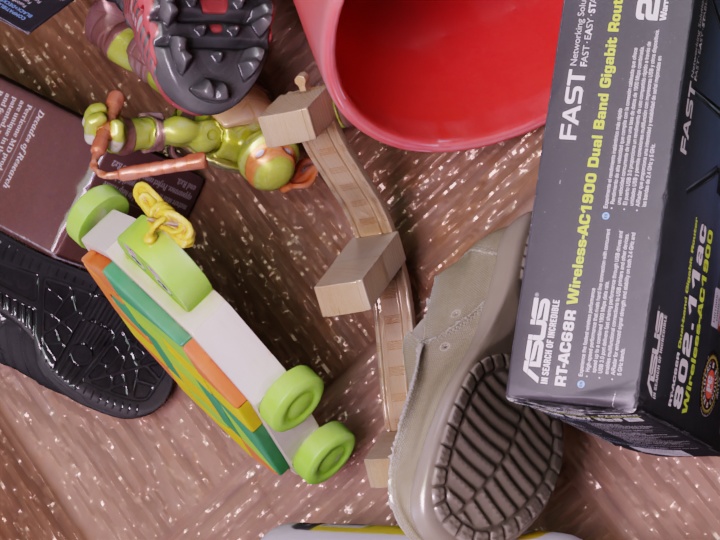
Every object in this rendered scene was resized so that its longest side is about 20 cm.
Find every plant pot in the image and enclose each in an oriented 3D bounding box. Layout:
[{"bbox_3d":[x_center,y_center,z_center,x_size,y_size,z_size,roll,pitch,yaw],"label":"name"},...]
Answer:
[{"bbox_3d":[0.037,-0.187,1.159,0.200,0.200,0.178,-38,54,13],"label":"plant pot"}]

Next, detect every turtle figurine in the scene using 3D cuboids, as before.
[{"bbox_3d":[-0.062,-0.085,1.224,0.161,0.199,0.065,53,146,42],"label":"turtle figurine"}]

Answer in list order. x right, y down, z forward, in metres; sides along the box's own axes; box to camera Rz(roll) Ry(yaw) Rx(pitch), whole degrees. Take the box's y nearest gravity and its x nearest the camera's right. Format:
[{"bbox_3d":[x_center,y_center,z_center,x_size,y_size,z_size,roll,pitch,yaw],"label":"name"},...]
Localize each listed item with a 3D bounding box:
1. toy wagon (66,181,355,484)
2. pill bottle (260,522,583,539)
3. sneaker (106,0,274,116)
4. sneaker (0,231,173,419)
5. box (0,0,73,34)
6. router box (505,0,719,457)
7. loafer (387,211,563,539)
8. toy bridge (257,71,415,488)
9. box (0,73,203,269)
[{"bbox_3d":[-0.079,0.023,1.154,0.040,0.200,0.155,-44,64,-9],"label":"toy wagon"},{"bbox_3d":[0.050,0.173,1.109,0.199,0.114,0.115,-1,79,25],"label":"pill bottle"},{"bbox_3d":[-0.094,-0.149,1.188,0.098,0.071,0.201,-48,47,46],"label":"sneaker"},{"bbox_3d":[-0.193,0.020,1.282,0.199,0.104,0.060,33,67,-6],"label":"sneaker"},{"bbox_3d":[-0.113,-0.215,1.128,0.200,0.060,0.117,-34,55,22],"label":"box"},{"bbox_3d":[0.130,-0.025,1.094,0.062,0.150,0.201,5,81,25],"label":"router box"},{"bbox_3d":[0.053,0.058,1.126,0.068,0.076,0.200,-24,27,37],"label":"loafer"},{"bbox_3d":[0.000,0.000,1.166,0.027,0.067,0.201,-9,110,22],"label":"toy bridge"},{"bbox_3d":[-0.193,-0.066,1.281,0.200,0.100,0.075,28,91,27],"label":"box"}]
